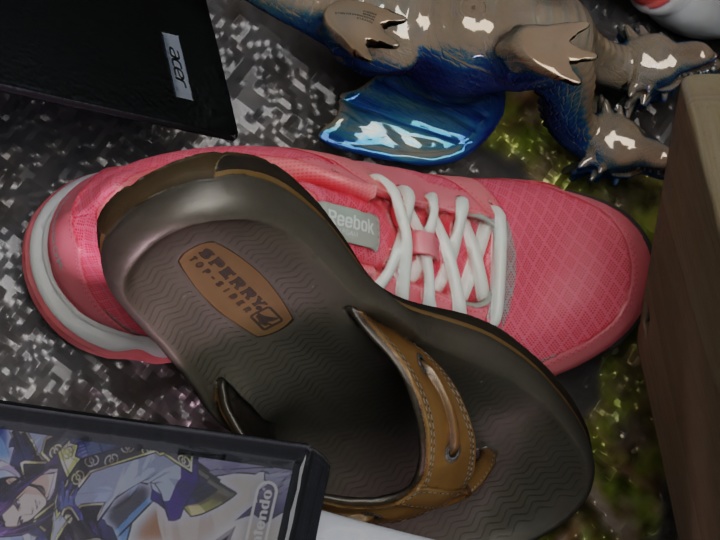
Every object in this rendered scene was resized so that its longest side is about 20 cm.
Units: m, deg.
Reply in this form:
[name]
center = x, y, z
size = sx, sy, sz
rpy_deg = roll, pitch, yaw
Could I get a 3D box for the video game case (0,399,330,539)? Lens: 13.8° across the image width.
[video game case]
center = -0.115, 0.135, 0.840
size = 0.180, 0.026, 0.201
rpy_deg = 7, 74, 19

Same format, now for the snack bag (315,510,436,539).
[snack bag]
center = -0.069, 0.153, 0.847
size = 0.188, 0.021, 0.201
rpy_deg = 14, 71, 20

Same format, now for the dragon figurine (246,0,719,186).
[dragon figurine]
center = 0.019, -0.069, 0.929
size = 0.199, 0.099, 0.059
rpy_deg = 6, 69, -5

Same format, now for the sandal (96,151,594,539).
[sandal]
center = 0.000, 0.037, 0.867
size = 0.082, 0.200, 0.055
rpy_deg = -31, 45, 14

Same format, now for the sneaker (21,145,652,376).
[sneaker]
center = 0.000, 0.000, 0.907
size = 0.199, 0.087, 0.074
rpy_deg = 2, 78, -12

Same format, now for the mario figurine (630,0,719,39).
[mario figurine]
center = 0.075, -0.144, 0.956
size = 0.199, 0.124, 0.106
rpy_deg = 1, 61, 0

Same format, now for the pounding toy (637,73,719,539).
[pounding toy]
center = 0.189, 0.058, 0.828
size = 0.199, 0.143, 0.184
rpy_deg = 1, 39, -6

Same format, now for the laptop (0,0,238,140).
[laptop]
center = -0.162, -0.101, 0.907
size = 0.199, 0.103, 0.178
rpy_deg = -20, 59, 8
